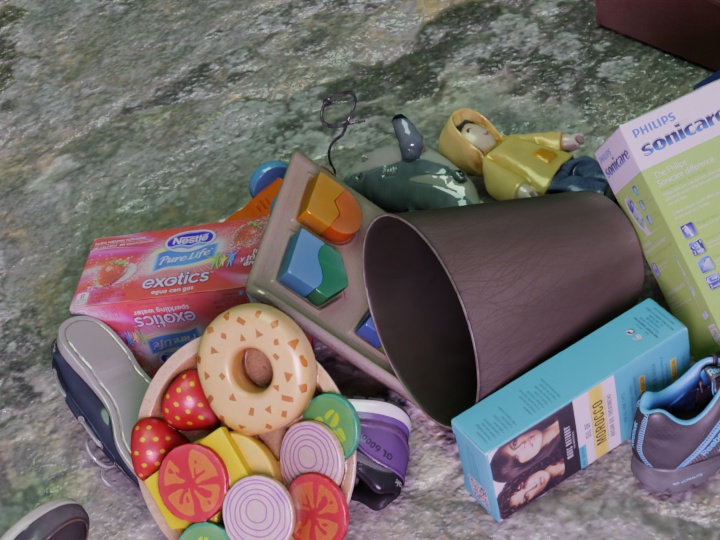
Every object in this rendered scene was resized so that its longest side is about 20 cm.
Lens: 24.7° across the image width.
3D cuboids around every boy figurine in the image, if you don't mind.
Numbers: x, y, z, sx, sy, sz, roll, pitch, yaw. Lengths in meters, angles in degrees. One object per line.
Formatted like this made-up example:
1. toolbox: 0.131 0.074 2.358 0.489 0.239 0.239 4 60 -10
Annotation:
1. boy figurine: 0.166 -0.101 1.543 0.199 0.065 0.124 23 43 27

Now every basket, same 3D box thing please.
1. basket: 0.125 0.012 1.358 0.199 0.182 0.136 -20 -6 -31

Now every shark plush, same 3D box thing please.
1. shark plush: 0.072 -0.055 1.558 0.083 0.091 0.200 -44 67 -5

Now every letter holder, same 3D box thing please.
1. letter holder: 0.339 -0.304 1.671 0.100 0.143 0.199 -37 45 -25

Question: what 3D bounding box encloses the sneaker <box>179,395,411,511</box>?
1. sneaker: -0.060 0.147 1.318 0.197 0.076 0.088 2 51 6

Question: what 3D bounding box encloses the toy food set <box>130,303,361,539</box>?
1. toy food set: -0.090 0.143 1.277 0.199 0.049 0.199 -36 79 17

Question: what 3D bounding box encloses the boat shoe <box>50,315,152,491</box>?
1. boat shoe: -0.202 0.129 1.391 0.075 0.062 0.200 -23 62 -41

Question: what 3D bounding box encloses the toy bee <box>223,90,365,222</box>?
1. toy bee: -0.049 -0.054 1.552 0.199 0.109 0.132 -31 45 19

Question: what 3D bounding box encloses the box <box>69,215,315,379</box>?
1. box: -0.142 0.027 1.462 0.198 0.103 0.095 -8 40 16

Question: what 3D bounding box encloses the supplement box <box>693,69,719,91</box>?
1. supplement box: 0.400 -0.104 1.450 0.109 0.110 0.200 -30 42 -18

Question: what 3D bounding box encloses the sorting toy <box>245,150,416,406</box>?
1. sorting toy: 0.000 0.000 1.418 0.036 0.184 0.201 -43 22 36

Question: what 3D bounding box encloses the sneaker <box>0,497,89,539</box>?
1. sneaker: -0.250 0.273 1.253 0.105 0.075 0.201 22 61 29

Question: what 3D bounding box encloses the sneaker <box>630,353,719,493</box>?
1. sneaker: 0.298 0.100 1.270 0.198 0.083 0.073 -25 39 -15

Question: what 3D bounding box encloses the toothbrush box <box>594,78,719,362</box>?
1. toothbrush box: 0.306 -0.048 1.352 0.144 0.086 0.202 -25 84 -11

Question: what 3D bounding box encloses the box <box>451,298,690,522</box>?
1. box: 0.170 0.109 1.298 0.199 0.083 0.049 -30 43 -17
